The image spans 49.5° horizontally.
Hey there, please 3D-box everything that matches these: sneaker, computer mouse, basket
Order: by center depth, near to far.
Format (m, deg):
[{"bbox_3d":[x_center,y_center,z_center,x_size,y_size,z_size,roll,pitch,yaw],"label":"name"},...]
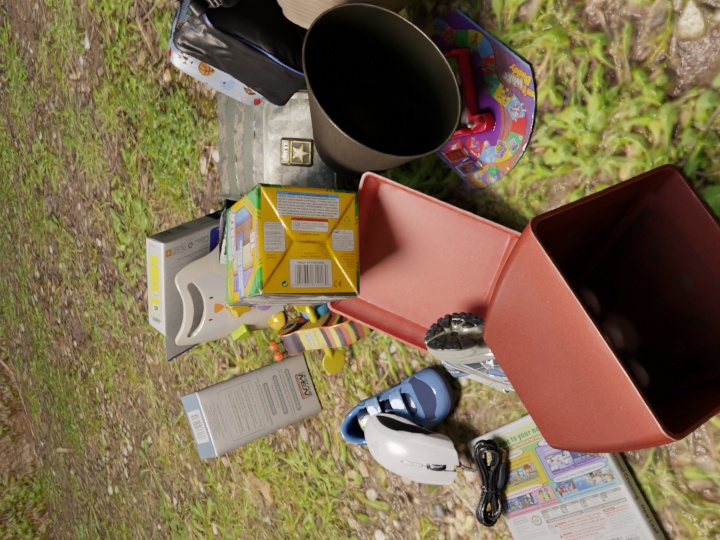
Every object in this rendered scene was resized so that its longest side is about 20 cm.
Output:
[{"bbox_3d":[0.010,-0.178,0.876,0.180,0.136,0.200,41,170,-1],"label":"basket"},{"bbox_3d":[0.175,0.095,0.881,0.198,0.077,0.086,3,137,35],"label":"sneaker"},{"bbox_3d":[0.084,0.240,0.976,0.198,0.044,0.111,14,115,26],"label":"computer mouse"},{"bbox_3d":[0.047,0.191,1.048,0.200,0.082,0.074,-39,72,47],"label":"sneaker"}]

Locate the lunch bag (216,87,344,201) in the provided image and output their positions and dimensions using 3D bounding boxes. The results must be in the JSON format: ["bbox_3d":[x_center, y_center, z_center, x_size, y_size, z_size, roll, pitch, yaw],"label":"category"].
[{"bbox_3d":[-0.101,-0.169,1.075,0.199,0.117,0.166,14,110,39],"label":"lunch bag"}]

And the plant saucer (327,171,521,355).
[{"bbox_3d":[0.075,-0.002,0.929,0.198,0.037,0.201,23,124,10],"label":"plant saucer"}]

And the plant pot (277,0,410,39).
[{"bbox_3d":[-0.027,-0.318,0.863,0.201,0.200,0.093,39,127,34],"label":"plant pot"}]

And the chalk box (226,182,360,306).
[{"bbox_3d":[-0.093,-0.022,0.947,0.200,0.123,0.125,166,104,-66],"label":"chalk box"}]

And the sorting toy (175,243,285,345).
[{"bbox_3d":[-0.212,0.042,1.224,0.106,0.179,0.202,30,124,39],"label":"sorting toy"}]

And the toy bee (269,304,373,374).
[{"bbox_3d":[-0.071,0.096,1.130,0.131,0.109,0.200,51,143,-2],"label":"toy bee"}]

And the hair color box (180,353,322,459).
[{"bbox_3d":[-0.165,0.206,1.209,0.060,0.199,0.100,-23,85,51],"label":"hair color box"}]

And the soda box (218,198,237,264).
[{"bbox_3d":[-0.165,-0.062,1.118,0.200,0.070,0.064,-119,40,-71],"label":"soda box"}]

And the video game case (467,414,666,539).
[{"bbox_3d":[0.229,0.254,0.903,0.200,0.022,0.183,-41,71,49],"label":"video game case"}]

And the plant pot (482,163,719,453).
[{"bbox_3d":[0.228,0.053,0.714,0.201,0.199,0.176,60,148,16],"label":"plant pot"}]

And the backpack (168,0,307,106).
[{"bbox_3d":[-0.138,-0.312,0.954,0.153,0.199,0.192,-21,55,41],"label":"backpack"}]

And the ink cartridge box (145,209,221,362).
[{"bbox_3d":[-0.258,0.016,1.254,0.047,0.197,0.202,20,118,25],"label":"ink cartridge box"}]

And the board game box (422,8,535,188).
[{"bbox_3d":[0.105,-0.192,0.880,0.200,0.039,0.159,48,134,27],"label":"board game box"}]
